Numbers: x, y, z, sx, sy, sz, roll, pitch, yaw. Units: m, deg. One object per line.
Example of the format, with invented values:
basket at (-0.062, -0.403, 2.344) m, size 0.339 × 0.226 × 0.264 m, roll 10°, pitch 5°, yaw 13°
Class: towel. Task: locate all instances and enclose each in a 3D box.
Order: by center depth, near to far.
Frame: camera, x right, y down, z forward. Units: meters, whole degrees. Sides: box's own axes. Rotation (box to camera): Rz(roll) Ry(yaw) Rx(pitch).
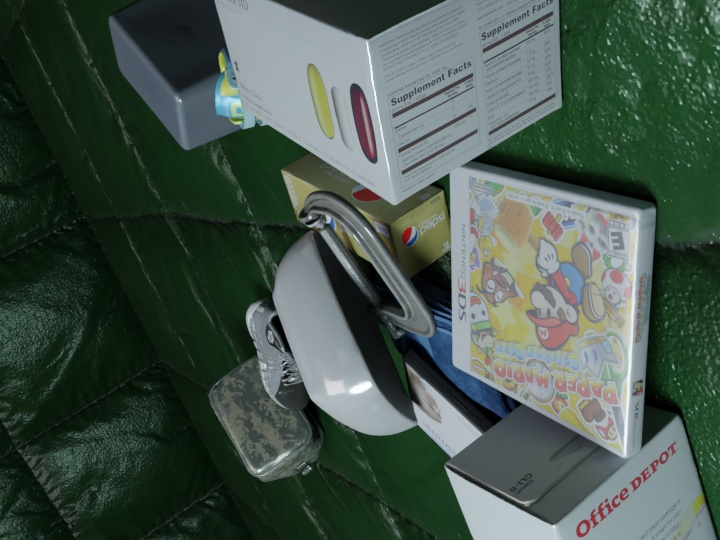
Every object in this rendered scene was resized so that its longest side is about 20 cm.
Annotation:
towel at (0.088, 0.074, 0.855) m, size 0.199 × 0.048 × 0.113 m, roll 26°, pitch 141°, yaw 53°

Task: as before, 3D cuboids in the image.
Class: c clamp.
c clamp at (0.000, 0.000, 0.802) m, size 0.170 × 0.027 × 0.201 m, roll 26°, pitch 153°, yaw 56°

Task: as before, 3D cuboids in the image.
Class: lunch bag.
lunch bag at (-0.160, 0.265, 1.494) m, size 0.201 × 0.138 × 0.168 m, roll 53°, pitch 174°, yaw 21°

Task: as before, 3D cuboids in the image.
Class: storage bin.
storage bin at (-0.184, -0.229, 0.947) m, size 0.201 × 0.133 × 0.147 m, roll 49°, pitch 155°, yaw 25°

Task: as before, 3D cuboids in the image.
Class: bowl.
bowl at (-0.022, 0.079, 0.890) m, size 0.202 × 0.074 × 0.200 m, roll 66°, pitch -174°, yaw 27°

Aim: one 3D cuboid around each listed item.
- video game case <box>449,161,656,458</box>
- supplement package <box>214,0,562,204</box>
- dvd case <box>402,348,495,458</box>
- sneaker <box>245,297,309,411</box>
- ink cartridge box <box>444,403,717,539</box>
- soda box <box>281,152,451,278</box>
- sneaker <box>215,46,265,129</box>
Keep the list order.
video game case at (0.138, 0.021, 0.654) m, size 0.199 × 0.023 × 0.186 m, roll 24°, pitch 123°, yaw 53°
supplement package at (0.014, -0.161, 0.585) m, size 0.199 × 0.154 × 0.113 m, roll 36°, pitch 148°, yaw 44°
dvd case at (0.105, 0.173, 0.911) m, size 0.142 × 0.018 × 0.201 m, roll 41°, pitch 164°, yaw 25°
sneaker at (-0.116, 0.146, 1.340) m, size 0.115 × 0.074 × 0.203 m, roll 10°, pitch 126°, yaw 58°
ink cartridge box at (0.189, 0.219, 0.694) m, size 0.144 × 0.144 × 0.203 m, roll 12°, pitch 128°, yaw 60°
soda box at (0.003, -0.064, 0.840) m, size 0.199 × 0.067 × 0.065 m, roll 32°, pitch 146°, yaw 48°
sneaker at (-0.058, -0.151, 0.783) m, size 0.200 × 0.129 × 0.080 m, roll 47°, pitch 153°, yaw 27°
